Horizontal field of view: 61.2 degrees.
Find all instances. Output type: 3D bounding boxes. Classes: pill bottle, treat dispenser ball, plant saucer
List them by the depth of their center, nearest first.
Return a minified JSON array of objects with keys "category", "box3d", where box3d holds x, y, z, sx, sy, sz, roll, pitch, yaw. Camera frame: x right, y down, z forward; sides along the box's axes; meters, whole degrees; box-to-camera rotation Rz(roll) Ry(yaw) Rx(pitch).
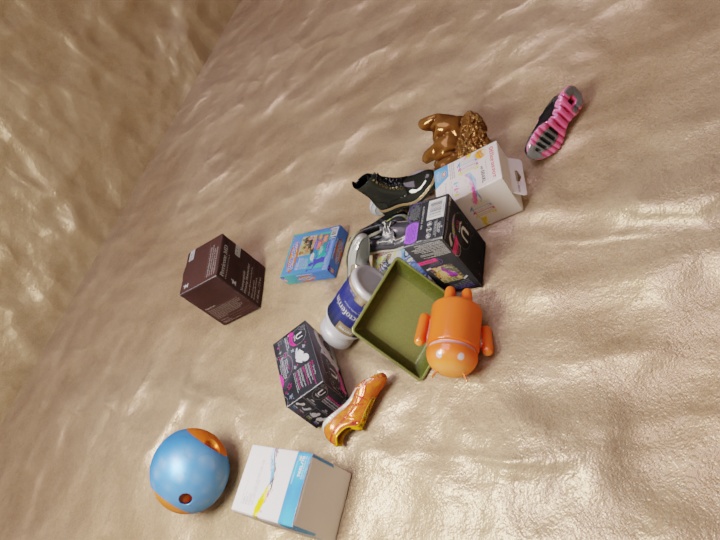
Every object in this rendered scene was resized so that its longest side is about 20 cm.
[{"category":"plant saucer","box3d":[0.105,0.110,1.383,0.203,0.197,0.048,-56,3,-10]},{"category":"pill bottle","box3d":[-0.016,0.094,1.489,0.202,0.113,0.118,-54,32,35]},{"category":"treat dispenser ball","box3d":[-0.429,0.504,1.533,0.197,0.200,0.205,-24,46,27]}]

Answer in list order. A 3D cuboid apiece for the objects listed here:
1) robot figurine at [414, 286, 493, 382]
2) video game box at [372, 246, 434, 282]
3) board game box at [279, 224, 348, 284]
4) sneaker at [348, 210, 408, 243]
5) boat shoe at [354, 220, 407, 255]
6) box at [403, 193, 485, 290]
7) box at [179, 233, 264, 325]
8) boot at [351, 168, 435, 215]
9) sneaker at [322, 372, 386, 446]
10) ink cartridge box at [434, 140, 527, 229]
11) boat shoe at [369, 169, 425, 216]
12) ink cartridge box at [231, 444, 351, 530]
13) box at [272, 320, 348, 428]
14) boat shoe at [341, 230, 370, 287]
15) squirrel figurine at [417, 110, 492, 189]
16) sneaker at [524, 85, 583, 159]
[{"category":"robot figurine","box3d":[0.201,0.137,1.294,0.116,0.141,0.205,-30,41,51]},{"category":"video game box","box3d":[0.117,-0.015,1.544,0.196,0.047,0.186,-23,45,29]},{"category":"board game box","box3d":[-0.138,-0.045,1.803,0.196,0.045,0.156,-7,56,39]},{"category":"sneaker","box3d":[0.060,-0.105,1.667,0.196,0.073,0.083,-20,24,30]},{"category":"boat shoe","box3d":[0.066,-0.092,1.568,0.196,0.063,0.074,-17,46,34]},{"category":"box","box3d":[0.196,-0.057,1.380,0.104,0.200,0.125,-11,52,35]},{"category":"box","box3d":[-0.424,0.032,1.890,0.161,0.200,0.170,-23,47,26]},{"category":"boot","box3d":[0.086,-0.221,1.553,0.198,0.137,0.079,-30,44,35]},{"category":"sneaker","box3d":[-0.001,0.319,1.395,0.077,0.073,0.201,43,97,28]},{"category":"ink cartridge box","box3d":[0.292,-0.199,1.458,0.196,0.125,0.131,-24,46,28]},{"category":"boat shoe","box3d":[0.109,-0.203,1.672,0.197,0.073,0.066,-33,38,21]},{"category":"ink cartridge box","box3d":[-0.151,0.484,1.331,0.196,0.146,0.150,-6,56,39]},{"category":"box","box3d":[-0.119,0.252,1.491,0.113,0.132,0.202,-34,42,11]},{"category":"boat shoe","box3d":[0.000,0.000,1.564,0.068,0.073,0.205,35,129,39]},{"category":"squirrel figurine","box3d":[0.248,-0.303,1.576,0.196,0.140,0.192,-13,58,39]},{"category":"sneaker","box3d":[0.457,-0.352,1.480,0.202,0.078,0.095,-54,18,-5]}]
